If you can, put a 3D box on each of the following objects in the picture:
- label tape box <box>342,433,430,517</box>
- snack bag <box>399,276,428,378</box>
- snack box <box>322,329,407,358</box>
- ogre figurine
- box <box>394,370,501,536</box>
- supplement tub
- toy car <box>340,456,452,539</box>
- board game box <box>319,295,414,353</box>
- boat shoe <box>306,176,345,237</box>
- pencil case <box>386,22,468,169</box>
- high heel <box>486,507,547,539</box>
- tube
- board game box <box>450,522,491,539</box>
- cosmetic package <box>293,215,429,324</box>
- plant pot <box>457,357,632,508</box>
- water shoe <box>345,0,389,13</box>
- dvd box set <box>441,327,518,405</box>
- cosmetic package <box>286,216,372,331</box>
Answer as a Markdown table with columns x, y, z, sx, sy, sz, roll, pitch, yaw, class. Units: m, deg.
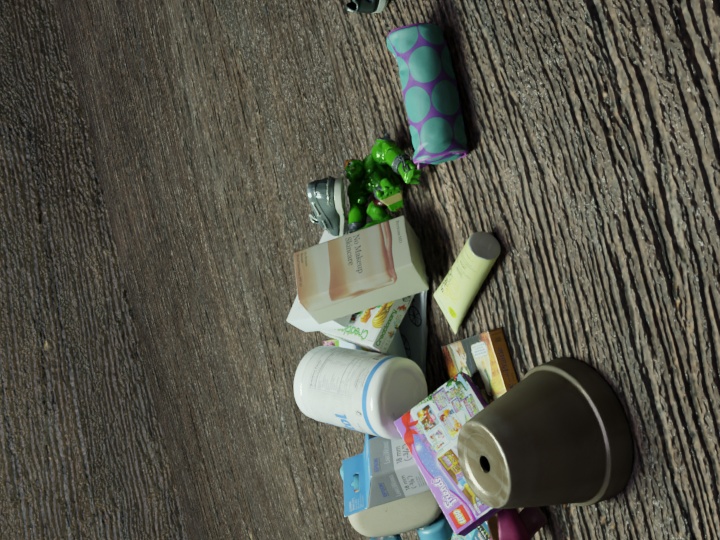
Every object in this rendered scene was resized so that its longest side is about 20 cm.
| x | y | z | sx | sy | sz | roll | pitch | yaw | class |
| --- | --- | --- | --- | --- | --- | --- | --- | --- | --- |
| 0.054 | 0.303 | 1.569 | 0.145 | 0.198 | 0.064 | -95 | -16 | -62 | label tape box |
| 0.064 | 0.067 | 1.693 | 0.188 | 0.021 | 0.202 | 34 | 131 | 52 | snack bag |
| 0.020 | 0.194 | 1.742 | 0.200 | 0.067 | 0.170 | -15 | 92 | 61 | snack box |
| 0.027 | -0.134 | 1.584 | 0.201 | 0.097 | 0.121 | 102 | 155 | -51 | ogre figurine |
| 0.153 | 0.272 | 1.439 | 0.137 | 0.039 | 0.201 | -38 | 59 | 13 | box |
| 0.000 | 0.198 | 1.589 | 0.199 | 0.131 | 0.133 | 4 | 105 | 46 | supplement tub |
| 0.060 | 0.383 | 1.738 | 0.200 | 0.175 | 0.186 | -99 | -11 | -76 | toy car |
| 0.009 | 0.066 | 1.659 | 0.199 | 0.034 | 0.127 | 8 | 69 | 60 | board game box |
| -0.057 | -0.108 | 1.629 | 0.200 | 0.061 | 0.074 | 89 | -179 | -75 | boat shoe |
| 0.098 | -0.257 | 1.420 | 0.092 | 0.085 | 0.202 | -11 | 91 | 46 | pencil case |
| 0.182 | 0.333 | 1.443 | 0.200 | 0.096 | 0.068 | 43 | 150 | 25 | high heel |
| 0.157 | 0.018 | 1.470 | 0.201 | 0.051 | 0.058 | 113 | 177 | -55 | tube |
| 0.208 | 0.476 | 1.566 | 0.151 | 0.047 | 0.201 | 52 | 143 | 39 | board game box |
| 0.000 | 0.000 | 1.564 | 0.087 | 0.198 | 0.104 | 53 | -158 | -53 | cosmetic package |
| 0.231 | 0.236 | 1.287 | 0.200 | 0.172 | 0.202 | 35 | 132 | 51 | plant pot |
| -0.016 | -0.503 | 1.535 | 0.072 | 0.078 | 0.202 | -48 | 59 | 57 | water shoe |
| 0.197 | 0.199 | 1.487 | 0.146 | 0.029 | 0.202 | -28 | 76 | 62 | dvd box set |
| -0.043 | 0.007 | 1.707 | 0.150 | 0.051 | 0.201 | -13 | 51 | 61 | cosmetic package |
